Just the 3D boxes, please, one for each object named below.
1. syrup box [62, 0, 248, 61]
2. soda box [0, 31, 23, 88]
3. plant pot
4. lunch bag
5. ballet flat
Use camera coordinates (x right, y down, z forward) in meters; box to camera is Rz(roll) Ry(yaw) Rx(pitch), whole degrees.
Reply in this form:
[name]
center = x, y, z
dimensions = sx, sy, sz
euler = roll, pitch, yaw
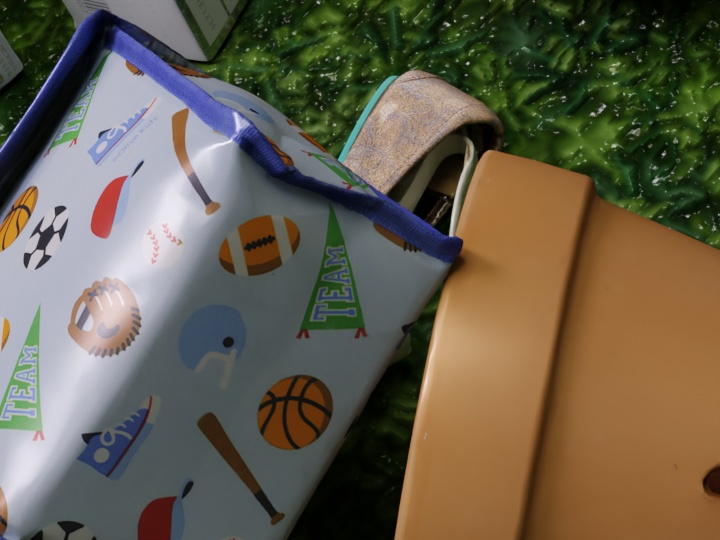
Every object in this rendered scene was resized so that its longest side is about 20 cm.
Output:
[syrup box]
center = -0.070, -0.205, 1.232
dimensions = 0.081, 0.079, 0.200
euler = 14, 63, 28
[soda box]
center = -0.231, -0.146, 1.172
dimensions = 0.064, 0.200, 0.068
euler = -43, 53, -11
[plant pot]
center = 0.094, 0.066, 0.927
dimensions = 0.140, 0.200, 0.200
euler = 10, 59, 7
[lunch bag]
center = -0.086, 0.008, 0.907
dimensions = 0.170, 0.124, 0.200
euler = -57, 31, 4
[ballet flat]
center = 0.000, 0.000, 1.076
dimensions = 0.067, 0.068, 0.200
euler = 21, 68, 22
